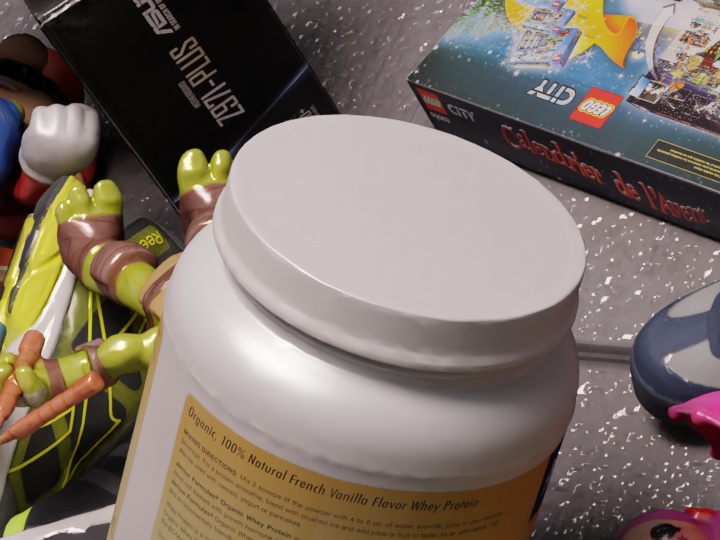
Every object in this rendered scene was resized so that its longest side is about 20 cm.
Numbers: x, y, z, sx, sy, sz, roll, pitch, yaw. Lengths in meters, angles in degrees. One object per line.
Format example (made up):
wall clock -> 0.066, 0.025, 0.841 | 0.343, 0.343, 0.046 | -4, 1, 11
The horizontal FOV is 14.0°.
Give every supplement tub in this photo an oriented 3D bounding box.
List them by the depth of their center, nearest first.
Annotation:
supplement tub -> -0.007, 0.063, 1.006 | 0.143, 0.201, 0.145 | 12, 32, -7

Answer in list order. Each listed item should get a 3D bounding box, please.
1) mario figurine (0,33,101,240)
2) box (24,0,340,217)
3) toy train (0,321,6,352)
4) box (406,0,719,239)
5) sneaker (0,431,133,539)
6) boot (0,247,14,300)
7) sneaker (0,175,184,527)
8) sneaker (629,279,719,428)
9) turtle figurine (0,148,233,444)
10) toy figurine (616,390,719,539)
mario figurine -> -0.171, -0.074, 1.288 | 0.106, 0.200, 0.124 | -38, 83, 15
box -> -0.098, -0.130, 1.302 | 0.086, 0.164, 0.200 | -34, 44, 1
toy train -> -0.201, 0.114, 1.163 | 0.150, 0.055, 0.201 | 147, 141, -67
box -> 0.133, -0.091, 1.216 | 0.199, 0.038, 0.137 | 24, 67, 43
sneaker -> -0.074, 0.093, 1.167 | 0.199, 0.072, 0.083 | -21, 36, -1
boot -> -0.213, 0.006, 1.324 | 0.199, 0.075, 0.108 | -9, 43, 26
sneaker -> -0.118, 0.062, 1.211 | 0.074, 0.084, 0.201 | 148, 138, -72
sneaker -> 0.183, 0.000, 1.072 | 0.199, 0.082, 0.070 | -16, 46, 20
turtle figurine -> -0.054, 0.006, 1.127 | 0.199, 0.065, 0.161 | -28, 27, -3
toy figurine -> 0.112, 0.127, 1.002 | 0.200, 0.150, 0.184 | -30, 22, 42
